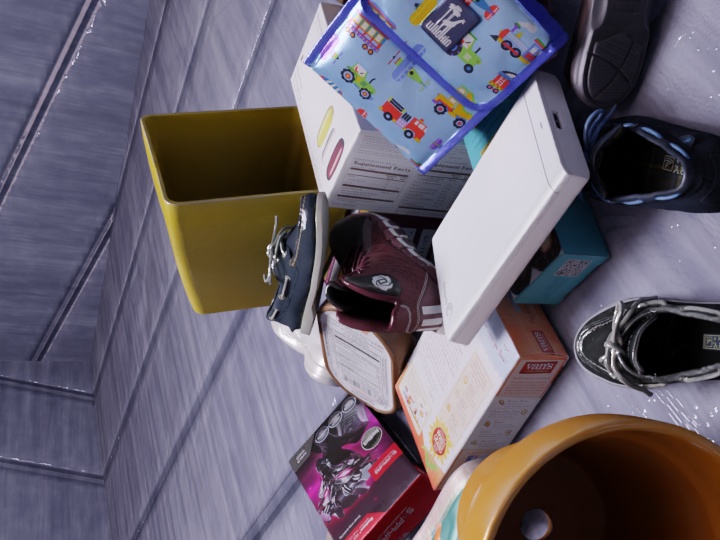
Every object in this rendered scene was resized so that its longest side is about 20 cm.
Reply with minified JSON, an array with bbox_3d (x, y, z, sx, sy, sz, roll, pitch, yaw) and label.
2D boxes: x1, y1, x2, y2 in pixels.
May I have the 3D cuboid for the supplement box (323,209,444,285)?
[{"bbox_3d":[0.003,-0.062,1.045,0.200,0.103,0.131,-121,40,-49],"label":"supplement box"}]

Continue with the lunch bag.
[{"bbox_3d":[0.069,-0.199,0.732,0.094,0.151,0.200,-52,8,-35],"label":"lunch bag"}]

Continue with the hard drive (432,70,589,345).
[{"bbox_3d":[0.118,-0.049,0.737,0.132,0.027,0.200,-93,22,-44],"label":"hard drive"}]

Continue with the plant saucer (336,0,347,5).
[{"bbox_3d":[0.047,-0.333,0.911,0.029,0.200,0.200,60,155,-7],"label":"plant saucer"}]

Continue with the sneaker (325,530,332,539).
[{"bbox_3d":[-0.005,0.348,1.053,0.080,0.071,0.200,-175,90,-70],"label":"sneaker"}]

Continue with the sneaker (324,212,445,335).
[{"bbox_3d":[0.000,0.000,0.849,0.200,0.115,0.076,35,122,45],"label":"sneaker"}]

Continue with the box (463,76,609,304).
[{"bbox_3d":[0.150,-0.075,0.788,0.082,0.049,0.200,125,141,-50],"label":"box"}]

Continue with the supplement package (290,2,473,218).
[{"bbox_3d":[0.028,-0.171,0.940,0.111,0.156,0.200,120,145,-44],"label":"supplement package"}]

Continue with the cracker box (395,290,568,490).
[{"bbox_3d":[0.109,0.100,0.849,0.134,0.058,0.200,-110,33,-43],"label":"cracker box"}]

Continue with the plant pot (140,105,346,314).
[{"bbox_3d":[-0.139,-0.063,1.020,0.200,0.200,0.177,-119,29,-49],"label":"plant pot"}]

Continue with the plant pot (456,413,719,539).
[{"bbox_3d":[0.152,0.195,0.614,0.183,0.200,0.200,161,111,-81],"label":"plant pot"}]

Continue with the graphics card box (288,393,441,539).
[{"bbox_3d":[0.002,0.237,1.012,0.125,0.051,0.200,-48,30,2],"label":"graphics card box"}]

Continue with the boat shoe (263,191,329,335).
[{"bbox_3d":[-0.067,-0.007,0.914,0.200,0.062,0.075,101,-179,-54],"label":"boat shoe"}]

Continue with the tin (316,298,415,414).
[{"bbox_3d":[0.007,0.092,0.976,0.112,0.042,0.200,25,149,21],"label":"tin"}]

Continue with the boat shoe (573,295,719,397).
[{"bbox_3d":[0.208,0.054,0.626,0.199,0.068,0.074,-178,92,-66],"label":"boat shoe"}]

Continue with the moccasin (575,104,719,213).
[{"bbox_3d":[0.201,-0.087,0.655,0.200,0.068,0.081,-163,77,-67],"label":"moccasin"}]

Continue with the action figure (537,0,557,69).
[{"bbox_3d":[0.093,-0.244,0.847,0.200,0.134,0.149,-13,100,42],"label":"action figure"}]

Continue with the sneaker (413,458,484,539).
[{"bbox_3d":[0.093,0.279,0.829,0.080,0.071,0.200,-118,40,-55],"label":"sneaker"}]

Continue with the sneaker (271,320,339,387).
[{"bbox_3d":[-0.058,0.078,1.223,0.200,0.075,0.089,41,112,53],"label":"sneaker"}]

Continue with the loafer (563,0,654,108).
[{"bbox_3d":[0.200,-0.229,0.678,0.063,0.072,0.200,-119,38,-59],"label":"loafer"}]
